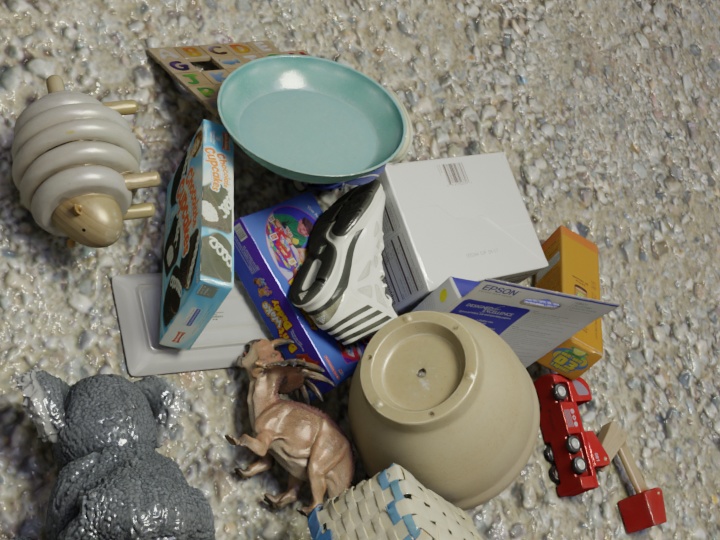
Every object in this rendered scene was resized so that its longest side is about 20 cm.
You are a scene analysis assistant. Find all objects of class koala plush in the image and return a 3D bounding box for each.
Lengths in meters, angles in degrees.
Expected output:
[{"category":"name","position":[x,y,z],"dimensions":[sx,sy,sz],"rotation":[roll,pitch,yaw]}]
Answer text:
[{"category":"koala plush","position":[-0.215,0.175,0.934],"dimensions":[0.175,0.184,0.202],"rotation":[7,52,-33]}]

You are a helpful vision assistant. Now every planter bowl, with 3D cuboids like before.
[{"category":"planter bowl","position":[0.073,0.123,1.072],"dimensions":[0.135,0.197,0.203],"rotation":[63,29,-55]}]

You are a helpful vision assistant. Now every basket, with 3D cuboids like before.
[{"category":"basket","position":[0.015,0.293,1.004],"dimensions":[0.176,0.200,0.139],"rotation":[40,10,-33]}]

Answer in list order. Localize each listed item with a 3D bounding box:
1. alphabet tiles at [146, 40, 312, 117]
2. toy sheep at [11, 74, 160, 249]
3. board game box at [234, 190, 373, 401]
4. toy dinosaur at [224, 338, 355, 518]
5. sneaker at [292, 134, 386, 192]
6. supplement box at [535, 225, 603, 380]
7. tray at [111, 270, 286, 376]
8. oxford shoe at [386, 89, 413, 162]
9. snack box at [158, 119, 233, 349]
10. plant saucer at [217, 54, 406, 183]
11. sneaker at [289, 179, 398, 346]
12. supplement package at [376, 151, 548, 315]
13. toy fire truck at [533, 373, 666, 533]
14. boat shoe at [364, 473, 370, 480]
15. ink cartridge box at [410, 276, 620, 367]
[{"category":"alphabet tiles","position":[-0.118,-0.223,1.225],"dimensions":[0.198,0.008,0.167],"rotation":[-13,41,-36]},{"category":"toy sheep","position":[-0.274,-0.108,1.048],"dimensions":[0.136,0.138,0.202],"rotation":[-1,54,-35]},{"category":"board game box","position":[-0.054,0.023,1.169],"dimensions":[0.134,0.045,0.202],"rotation":[-26,85,-54]},{"category":"toy dinosaur","position":[-0.056,0.163,1.075],"dimensions":[0.200,0.086,0.136],"rotation":[45,63,-6]},{"category":"sneaker","position":[-0.027,-0.130,1.226],"dimensions":[0.079,0.117,0.200],"rotation":[-5,32,-20]},{"category":"supplement box","position":[0.263,0.038,1.365],"dimensions":[0.066,0.069,0.201],"rotation":[28,40,-15]},{"category":"tray","position":[-0.156,0.048,1.122],"dimensions":[0.198,0.022,0.109],"rotation":[-3,69,-36]},{"category":"oxford shoe","position":[0.024,-0.178,1.276],"dimensions":[0.057,0.076,0.200],"rotation":[26,12,-30]},{"category":"snack box","position":[-0.163,-0.037,1.074],"dimensions":[0.037,0.116,0.202],"rotation":[14,50,-24]},{"category":"plant saucer","position":[-0.052,-0.151,1.112],"dimensions":[0.197,0.036,0.202],"rotation":[8,43,-8]},{"category":"sneaker","position":[0.000,0.000,1.165],"dimensions":[0.116,0.075,0.202],"rotation":[49,44,-26]},{"category":"supplement package","position":[0.098,-0.043,1.287],"dimensions":[0.198,0.111,0.158],"rotation":[-10,74,-38]},{"category":"toy fire truck","position":[0.296,0.225,1.336],"dimensions":[0.139,0.049,0.203],"rotation":[3,66,-35]},{"category":"boat shoe","position":[0.040,0.229,1.139],"dimensions":[0.064,0.071,0.201],"rotation":[40,52,-13]},{"category":"ink cartridge box","position":[0.155,0.057,1.220],"dimensions":[0.195,0.200,0.048],"rotation":[10,53,-31]}]
